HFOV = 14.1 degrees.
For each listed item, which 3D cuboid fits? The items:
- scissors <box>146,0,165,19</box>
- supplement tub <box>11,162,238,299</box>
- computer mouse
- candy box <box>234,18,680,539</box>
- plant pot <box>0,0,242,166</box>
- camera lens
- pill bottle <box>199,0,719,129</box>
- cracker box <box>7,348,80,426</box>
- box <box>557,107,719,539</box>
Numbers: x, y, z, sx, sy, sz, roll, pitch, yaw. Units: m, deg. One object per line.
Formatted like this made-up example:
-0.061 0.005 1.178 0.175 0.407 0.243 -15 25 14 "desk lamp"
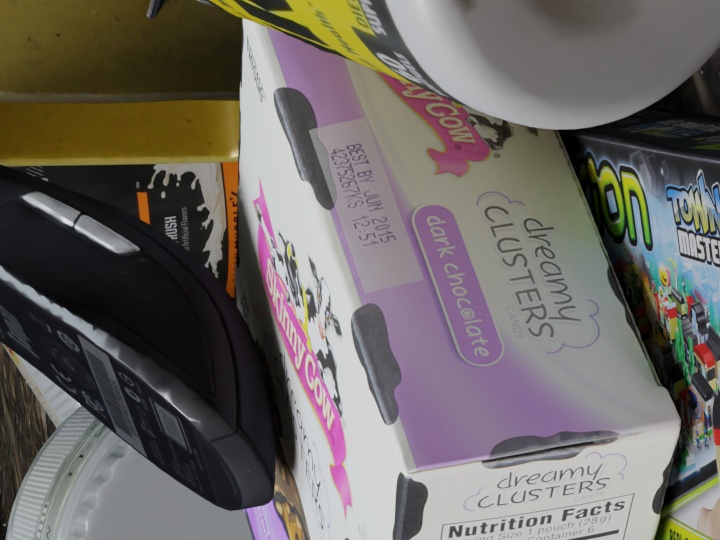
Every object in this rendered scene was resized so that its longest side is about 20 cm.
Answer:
-0.027 -0.173 0.855 0.073 0.014 0.200 110 -178 -72 "scissors"
-0.111 -0.038 1.171 0.123 0.200 0.123 171 90 -78 "supplement tub"
-0.095 -0.021 0.798 0.200 0.046 0.141 33 159 27 "computer mouse"
0.016 0.044 0.788 0.200 0.071 0.168 95 162 -48 "candy box"
-0.087 -0.142 0.957 0.194 0.195 0.200 -8 85 62 "plant pot"
-0.046 0.112 1.078 0.200 0.160 0.160 166 95 -77 "camera lens"
-0.002 -0.111 0.697 0.200 0.114 0.114 26 127 50 "pill bottle"
-0.121 0.059 1.426 0.200 0.058 0.134 58 167 -1 "cracker box"
0.082 0.018 0.724 0.200 0.035 0.110 -158 60 -76 "box"
